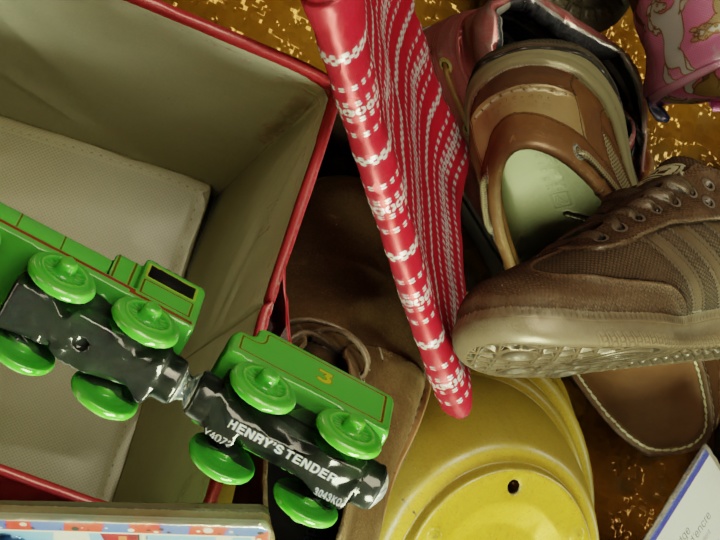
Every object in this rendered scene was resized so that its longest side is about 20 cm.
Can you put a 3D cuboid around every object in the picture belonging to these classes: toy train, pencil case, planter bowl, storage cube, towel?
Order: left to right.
[{"bbox_3d":[-0.133,0.003,0.922,0.200,0.180,0.171,22,69,-14],"label":"storage cube"},{"bbox_3d":[-0.078,0.015,0.811,0.200,0.042,0.056,29,24,-7],"label":"toy train"},{"bbox_3d":[0.012,-0.064,0.939,0.145,0.022,0.200,-90,166,-47],"label":"towel"},{"bbox_3d":[0.030,0.110,1.015,0.200,0.083,0.201,-8,106,-32],"label":"planter bowl"},{"bbox_3d":[0.131,-0.163,1.084,0.083,0.086,0.200,-2,73,-51],"label":"pencil case"}]

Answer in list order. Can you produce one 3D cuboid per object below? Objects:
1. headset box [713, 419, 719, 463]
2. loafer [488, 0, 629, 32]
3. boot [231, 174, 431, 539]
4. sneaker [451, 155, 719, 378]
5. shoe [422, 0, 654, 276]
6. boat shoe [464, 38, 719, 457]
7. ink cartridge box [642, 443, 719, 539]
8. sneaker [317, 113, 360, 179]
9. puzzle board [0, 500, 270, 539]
[{"bbox_3d":[0.210,0.020,1.090,0.075,0.149,0.200,9,74,-17],"label":"headset box"},{"bbox_3d":[0.083,-0.187,1.158,0.076,0.067,0.200,22,62,-25],"label":"loafer"},{"bbox_3d":[-0.009,0.038,0.939,0.074,0.075,0.200,8,55,-2],"label":"boot"},{"bbox_3d":[0.103,-0.003,0.980,0.200,0.070,0.076,-1,79,-46],"label":"sneaker"},{"bbox_3d":[0.095,-0.028,1.114,0.071,0.091,0.200,-43,100,-28],"label":"shoe"},{"bbox_3d":[0.090,0.004,1.054,0.074,0.076,0.200,-81,148,-51],"label":"boat shoe"},{"bbox_3d":[0.126,0.206,1.076,0.200,0.047,0.198,52,61,-29],"label":"ink cartridge box"},{"bbox_3d":[0.000,0.000,1.058,0.200,0.090,0.075,46,62,-11],"label":"sneaker"},{"bbox_3d":[-0.105,0.133,0.889,0.151,0.200,0.017,1,55,-1],"label":"puzzle board"}]
